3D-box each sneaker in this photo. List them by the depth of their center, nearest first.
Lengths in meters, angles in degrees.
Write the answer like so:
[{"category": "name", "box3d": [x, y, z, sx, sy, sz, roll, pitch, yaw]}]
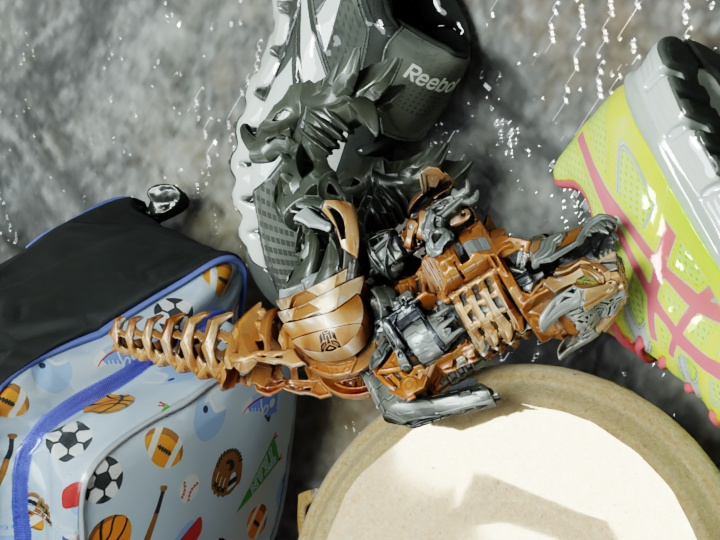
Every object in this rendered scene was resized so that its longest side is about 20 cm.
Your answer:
[{"category": "sneaker", "box3d": [0.134, 0.017, 1.080, 0.090, 0.078, 0.201, -34, 65, 34]}, {"category": "sneaker", "box3d": [0.001, -0.074, 1.166, 0.090, 0.066, 0.201, 15, 102, 36]}]

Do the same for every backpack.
[{"category": "backpack", "box3d": [-0.119, 0.089, 1.207, 0.154, 0.199, 0.191, 35, 134, 31]}]

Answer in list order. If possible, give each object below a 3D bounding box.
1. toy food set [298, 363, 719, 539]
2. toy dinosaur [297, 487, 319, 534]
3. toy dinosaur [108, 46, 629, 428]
[{"category": "toy food set", "box3d": [0.063, 0.137, 1.077, 0.198, 0.049, 0.201, 36, 99, 20]}, {"category": "toy dinosaur", "box3d": [0.004, 0.140, 1.194, 0.199, 0.060, 0.107, -18, 86, 36]}, {"category": "toy dinosaur", "box3d": [0.000, 0.000, 1.080, 0.199, 0.102, 0.137, -2, 60, -1]}]
